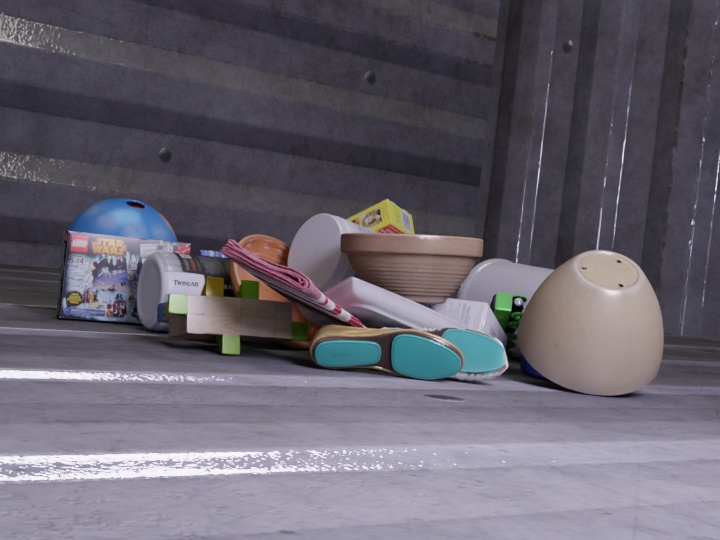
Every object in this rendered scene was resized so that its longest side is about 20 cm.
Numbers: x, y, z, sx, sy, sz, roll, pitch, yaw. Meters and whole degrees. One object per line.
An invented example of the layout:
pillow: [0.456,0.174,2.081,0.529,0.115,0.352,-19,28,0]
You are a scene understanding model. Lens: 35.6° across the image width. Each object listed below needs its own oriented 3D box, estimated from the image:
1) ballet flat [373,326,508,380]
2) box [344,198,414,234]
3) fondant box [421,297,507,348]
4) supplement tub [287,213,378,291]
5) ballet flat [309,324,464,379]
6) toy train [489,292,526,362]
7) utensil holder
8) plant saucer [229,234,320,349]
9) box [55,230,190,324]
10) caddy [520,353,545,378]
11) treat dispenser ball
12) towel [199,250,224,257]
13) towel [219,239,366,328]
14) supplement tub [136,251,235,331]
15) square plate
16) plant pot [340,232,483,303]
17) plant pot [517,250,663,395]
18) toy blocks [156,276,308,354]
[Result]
ballet flat: [0.104,0.111,1.495,0.199,0.072,0.072,7,1,20]
box: [-0.013,-0.047,1.850,0.200,0.050,0.075,-25,-33,27]
fondant box: [0.105,0.087,1.666,0.199,0.058,0.144,8,-21,24]
supplement tub: [0.000,0.000,1.752,0.200,0.132,0.132,19,-8,-40]
ballet flat: [0.034,0.096,1.445,0.199,0.069,0.063,7,23,-2]
toy train: [0.215,0.091,1.723,0.056,0.042,0.200,7,-29,1]
utensil holder: [0.293,0.074,1.950,0.170,0.171,0.200,6,4,-34]
plant saucer: [-0.125,0.037,1.709,0.037,0.201,0.200,-38,-25,30]
box: [-0.375,0.014,1.780,0.199,0.137,0.040,5,-1,-26]
caddy: [0.315,0.108,1.686,0.141,0.105,0.200,7,1,-3]
treat dispenser ball: [-0.413,-0.024,1.933,0.200,0.202,0.201,6,1,0]
towel: [-0.177,0.036,1.929,0.199,0.145,0.024,5,-26,-24]
towel: [-0.080,0.025,1.454,0.144,0.023,0.200,25,-8,29]
supplement tub: [-0.235,0.038,1.739,0.199,0.123,0.122,5,1,-31]
square plate: [0.030,0.077,1.574,0.200,0.029,0.198,24,-22,-18]
plant pot: [0.069,-0.002,1.559,0.200,0.093,0.201,4,-1,0]
plant pot: [0.322,0.052,1.521,0.200,0.135,0.201,4,36,-3]
toy blocks: [-0.190,0.070,1.543,0.199,0.100,0.137,5,-10,-28]
